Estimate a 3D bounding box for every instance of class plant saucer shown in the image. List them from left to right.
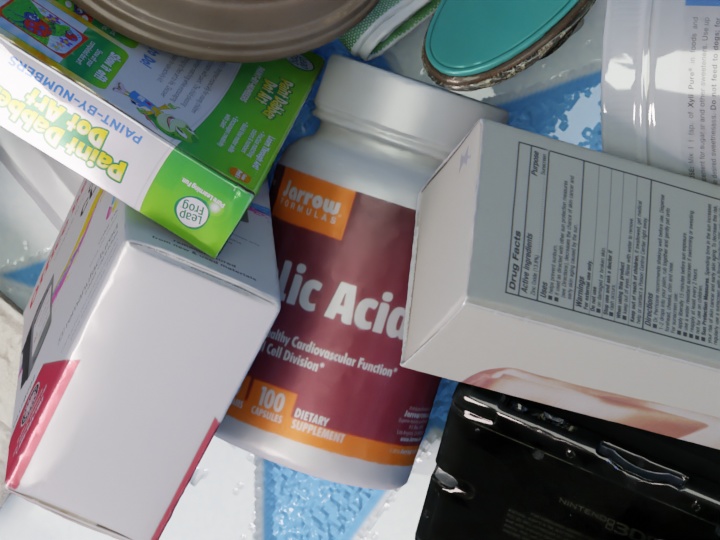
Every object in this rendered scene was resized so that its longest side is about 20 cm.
[{"bbox_3d":[-0.072,-0.189,1.426,0.200,0.029,0.200,8,56,-12],"label":"plant saucer"}]

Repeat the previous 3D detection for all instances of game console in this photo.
[{"bbox_3d":[0.151,0.094,1.494,0.200,0.116,0.176,22,125,13],"label":"game console"}]

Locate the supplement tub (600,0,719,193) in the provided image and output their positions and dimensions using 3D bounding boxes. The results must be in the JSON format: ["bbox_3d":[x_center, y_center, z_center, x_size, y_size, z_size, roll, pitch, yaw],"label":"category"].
[{"bbox_3d":[0.223,-0.091,1.419,0.199,0.132,0.132,3,90,12],"label":"supplement tub"}]

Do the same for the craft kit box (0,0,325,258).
[{"bbox_3d":[-0.124,-0.107,1.413,0.197,0.200,0.049,30,114,-3],"label":"craft kit box"}]

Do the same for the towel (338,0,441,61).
[{"bbox_3d":[-0.007,-0.222,1.497,0.149,0.031,0.200,-38,81,-15],"label":"towel"}]

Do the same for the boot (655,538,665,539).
[{"bbox_3d":[0.092,0.230,1.458,0.200,0.066,0.165,-15,86,27],"label":"boot"}]

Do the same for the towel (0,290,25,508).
[{"bbox_3d":[-0.253,0.046,1.556,0.200,0.034,0.133,39,88,-1],"label":"towel"}]

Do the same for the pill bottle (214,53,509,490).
[{"bbox_3d":[0.000,0.000,1.479,0.114,0.114,0.200,18,94,12],"label":"pill bottle"}]

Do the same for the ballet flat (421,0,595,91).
[{"bbox_3d":[0.105,-0.163,1.462,0.068,0.075,0.200,31,84,23],"label":"ballet flat"}]

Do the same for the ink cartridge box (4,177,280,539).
[{"bbox_3d":[-0.107,0.020,1.441,0.085,0.200,0.148,22,110,-14],"label":"ink cartridge box"}]

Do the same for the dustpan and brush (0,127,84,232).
[{"bbox_3d":[-0.114,-0.121,1.532,0.200,0.057,0.140,-40,84,0],"label":"dustpan and brush"}]

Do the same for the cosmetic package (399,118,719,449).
[{"bbox_3d":[0.128,0.012,1.392,0.200,0.087,0.104,16,61,-15],"label":"cosmetic package"}]
